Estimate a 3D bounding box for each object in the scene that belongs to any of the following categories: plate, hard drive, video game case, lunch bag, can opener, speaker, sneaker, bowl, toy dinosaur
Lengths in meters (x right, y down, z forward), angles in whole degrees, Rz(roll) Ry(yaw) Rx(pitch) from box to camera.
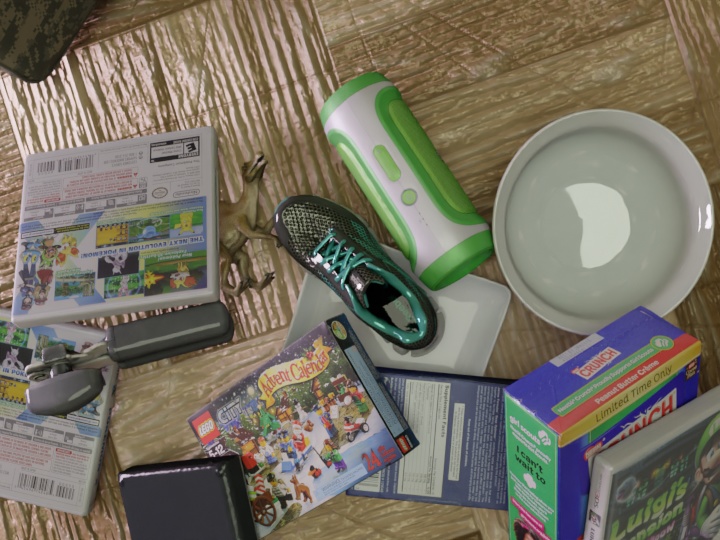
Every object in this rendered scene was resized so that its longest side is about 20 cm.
[{"bbox_3d":[0.025,0.080,0.911,0.197,0.032,0.202,18,92,3],"label":"plate"},{"bbox_3d":[-0.157,0.284,0.898,0.138,0.033,0.203,-11,92,28],"label":"hard drive"},{"bbox_3d":[-0.233,-0.044,0.894,0.197,0.022,0.184,-8,65,6],"label":"video game case"},{"bbox_3d":[-0.341,-0.307,0.881,0.167,0.139,0.201,32,90,20],"label":"lunch bag"},{"bbox_3d":[-0.215,0.087,0.873,0.197,0.053,0.068,-14,71,-4],"label":"can opener"},{"bbox_3d":[0.043,-0.084,0.869,0.088,0.088,0.201,-33,78,4],"label":"speaker"},{"bbox_3d":[0.000,0.000,0.851,0.199,0.091,0.078,40,92,3],"label":"sneaker"},{"bbox_3d":[0.217,-0.043,0.866,0.198,0.090,0.204,0,91,3],"label":"bowl"},{"bbox_3d":[0.264,0.199,0.798,0.198,0.023,0.184,-19,122,-31],"label":"video game case"},{"bbox_3d":[-0.137,-0.019,0.920,0.101,0.058,0.200,41,92,18],"label":"toy dinosaur"},{"bbox_3d":[-0.350,0.135,0.936,0.197,0.022,0.185,12,91,5],"label":"video game case"}]

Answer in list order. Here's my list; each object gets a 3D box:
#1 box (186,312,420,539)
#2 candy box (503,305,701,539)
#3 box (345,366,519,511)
[{"bbox_3d":[-0.059,0.150,0.866,0.199,0.038,0.137,-36,82,29],"label":"box"},{"bbox_3d":[0.208,0.158,0.800,0.168,0.077,0.202,-25,125,-25],"label":"candy box"},{"bbox_3d":[0.089,0.160,0.877,0.197,0.032,0.123,5,94,4],"label":"box"}]
